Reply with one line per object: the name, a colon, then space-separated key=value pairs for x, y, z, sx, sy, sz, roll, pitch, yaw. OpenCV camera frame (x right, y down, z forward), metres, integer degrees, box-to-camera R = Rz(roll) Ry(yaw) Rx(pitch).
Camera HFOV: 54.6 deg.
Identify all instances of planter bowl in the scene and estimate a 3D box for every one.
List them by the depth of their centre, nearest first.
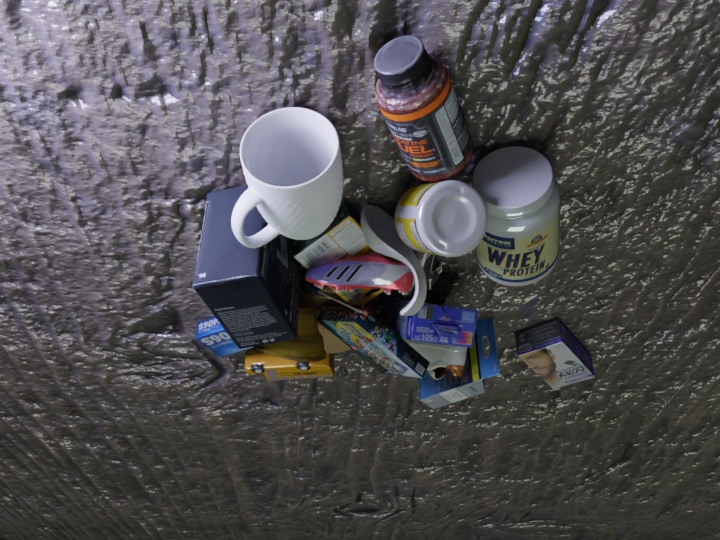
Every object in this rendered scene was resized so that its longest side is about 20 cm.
planter bowl: x=-0.145 y=0.093 z=1.322 sx=0.197 sy=0.200 sz=0.085 roll=16 pitch=99 yaw=-20

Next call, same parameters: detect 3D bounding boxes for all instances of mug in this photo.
mug: x=-0.115 y=-0.116 z=1.059 sx=0.147 sy=0.200 sz=0.176 roll=39 pitch=159 yaw=22

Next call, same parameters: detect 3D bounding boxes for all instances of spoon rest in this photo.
spoon rest: x=0.060 y=-0.026 z=1.174 sx=0.060 sy=0.203 sz=0.099 roll=-34 pitch=159 yaw=31

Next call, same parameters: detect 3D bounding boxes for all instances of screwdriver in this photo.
screwdriver: x=-0.069 y=0.045 z=1.314 sx=0.029 sy=0.199 sz=0.028 roll=-9 pitch=115 yaw=-40

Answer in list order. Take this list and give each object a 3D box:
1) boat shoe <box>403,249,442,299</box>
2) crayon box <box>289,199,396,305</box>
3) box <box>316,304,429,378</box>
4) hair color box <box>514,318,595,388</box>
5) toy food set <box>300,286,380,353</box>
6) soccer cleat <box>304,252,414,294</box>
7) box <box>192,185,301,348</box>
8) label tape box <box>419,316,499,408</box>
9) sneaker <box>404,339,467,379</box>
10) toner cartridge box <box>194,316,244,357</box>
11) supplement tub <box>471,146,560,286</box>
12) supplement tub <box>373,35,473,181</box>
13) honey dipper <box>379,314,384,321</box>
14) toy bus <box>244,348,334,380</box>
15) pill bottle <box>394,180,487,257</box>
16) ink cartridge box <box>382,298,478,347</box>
boat shoe: x=0.123 y=-0.003 z=1.305 sx=0.059 sy=0.075 sz=0.201 roll=4 pitch=147 yaw=-5
crayon box: x=-0.020 y=-0.024 z=1.268 sx=0.125 sy=0.052 sz=0.200 roll=-34 pitch=134 yaw=14
box: x=0.024 y=0.138 z=1.361 sx=0.200 sy=0.038 sz=0.136 roll=42 pitch=156 yaw=-27
hair color box: x=0.441 y=0.193 z=1.579 sx=0.108 sy=0.066 sz=0.200 roll=-23 pitch=137 yaw=29
toy food set: x=-0.070 y=0.095 z=1.436 sx=0.198 sy=0.049 sz=0.199 roll=-21 pitch=126 yaw=25
soccer cleat: x=0.000 y=0.000 z=1.228 sx=0.196 sy=0.078 sz=0.067 roll=4 pitch=-177 yaw=-12
box: x=-0.185 y=-0.006 z=1.197 sx=0.115 sy=0.199 sz=0.201 roll=-9 pitch=143 yaw=12
label tape box: x=0.221 y=0.201 z=1.522 sx=0.198 sy=0.145 sz=0.066 roll=-24 pitch=138 yaw=29
sneaker: x=0.137 y=0.187 z=1.500 sx=0.072 sy=0.086 sz=0.198 roll=6 pitch=179 yaw=-44
toner cartridge box: x=-0.251 y=0.126 z=1.509 sx=0.197 sy=0.044 sz=0.095 roll=-19 pitch=141 yaw=24
supplement tub: x=0.250 y=-0.085 z=1.130 sx=0.142 sy=0.147 sz=0.201 roll=-8 pitch=144 yaw=11
supplement tub: x=0.085 y=-0.225 z=0.975 sx=0.105 sy=0.108 sz=0.201 roll=-13 pitch=141 yaw=18
honey dipper: x=-0.013 y=0.109 z=1.495 sx=0.196 sy=0.038 sz=0.038 roll=3 pitch=144 yaw=3
toy bus: x=-0.162 y=0.208 z=1.603 sx=0.196 sy=0.066 sz=0.079 roll=-4 pitch=146 yaw=6
pill bottle: x=0.115 y=-0.082 z=1.098 sx=0.109 sy=0.113 sz=0.200 roll=10 pitch=-177 yaw=-13
ink cartridge box: x=0.137 y=0.101 z=1.357 sx=0.134 sy=0.078 sz=0.200 roll=8 pitch=176 yaw=-17
